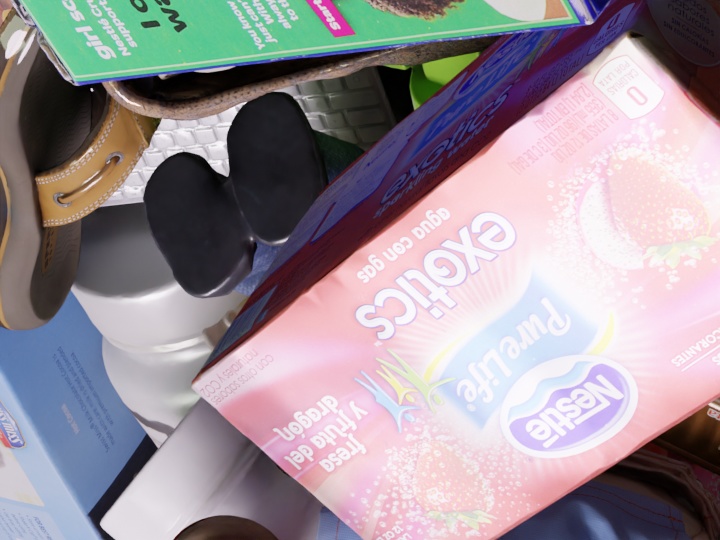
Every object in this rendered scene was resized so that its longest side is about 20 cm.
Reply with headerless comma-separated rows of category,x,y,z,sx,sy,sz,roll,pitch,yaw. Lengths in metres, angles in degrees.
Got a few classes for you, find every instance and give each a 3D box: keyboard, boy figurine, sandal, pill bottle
keyboard,-0.082,-0.048,0.968,0.200,0.011,0.056,-6,138,18
boy figurine,0.000,0.000,0.944,0.124,0.064,0.200,-33,150,17
sandal,-0.101,-0.044,0.912,0.055,0.082,0.200,22,138,8
pill bottle,0.004,0.127,0.958,0.200,0.111,0.111,39,149,-1
pill bottle,-0.036,0.044,1.061,0.113,0.113,0.200,6,141,37

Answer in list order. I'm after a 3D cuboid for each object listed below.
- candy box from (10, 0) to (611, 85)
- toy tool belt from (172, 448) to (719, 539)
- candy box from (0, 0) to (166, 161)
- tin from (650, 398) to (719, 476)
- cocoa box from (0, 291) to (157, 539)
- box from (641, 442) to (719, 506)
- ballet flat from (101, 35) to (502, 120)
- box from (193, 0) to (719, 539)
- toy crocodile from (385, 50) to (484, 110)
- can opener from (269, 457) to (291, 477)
candy box,0.012,-0.133,0.705,0.200,0.169,0.077,-4,126,45
toy tool belt,0.029,0.111,0.841,0.200,0.125,0.123,3,-179,0
candy box,-0.165,-0.110,1.011,0.200,0.055,0.115,9,144,32
tin,0.161,0.028,0.866,0.200,0.112,0.042,26,140,9
cocoa box,-0.152,0.022,1.116,0.133,0.131,0.200,12,144,30
box,0.137,0.110,1.016,0.095,0.103,0.200,6,140,37
ballet flat,0.005,-0.091,0.792,0.200,0.067,0.068,-23,90,19
box,0.058,-0.010,0.720,0.095,0.103,0.200,42,132,-10
toy crocodile,0.005,-0.098,0.881,0.200,0.062,0.068,21,147,26
can opener,0.035,0.008,0.848,0.067,0.053,0.200,49,129,20
